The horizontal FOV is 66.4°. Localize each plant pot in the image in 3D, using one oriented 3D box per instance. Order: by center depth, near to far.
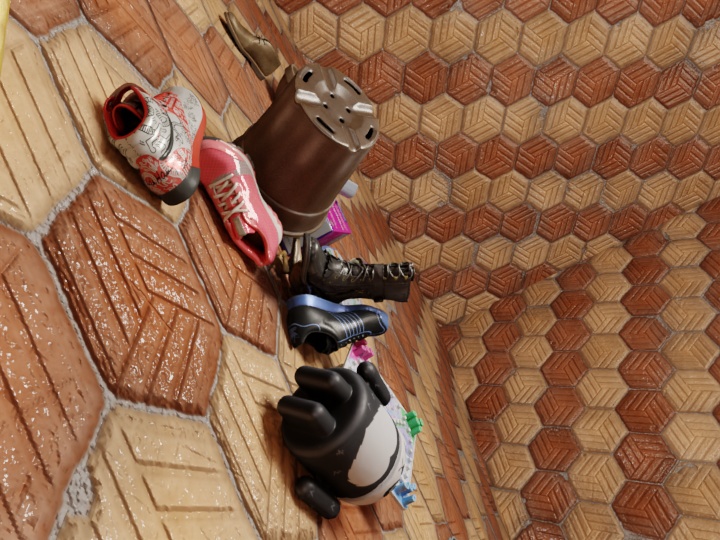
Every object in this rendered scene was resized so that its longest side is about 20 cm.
[{"bbox_3d":[-0.084,-0.192,0.852,0.196,0.198,0.205,21,50,-27],"label":"plant pot"},{"bbox_3d":[-0.175,-0.446,1.506,0.204,0.091,0.202,61,11,-19],"label":"plant pot"}]

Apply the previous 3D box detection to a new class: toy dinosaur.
[{"bbox_3d":[-0.109,-0.012,0.913,0.106,0.059,0.207,17,71,-82],"label":"toy dinosaur"}]

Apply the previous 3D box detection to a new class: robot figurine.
[{"bbox_3d":[-0.019,0.204,0.683,0.202,0.148,0.125,58,-1,-35],"label":"robot figurine"}]

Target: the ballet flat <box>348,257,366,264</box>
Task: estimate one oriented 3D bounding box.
[{"bbox_3d":[-0.008,0.006,1.432,0.071,0.069,0.200,45,9,-9],"label":"ballet flat"}]

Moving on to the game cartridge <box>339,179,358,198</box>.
[{"bbox_3d":[-0.105,-0.205,1.115,0.197,0.042,0.133,30,2,28],"label":"game cartridge"}]

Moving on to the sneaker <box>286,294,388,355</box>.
[{"bbox_3d":[-0.032,0.097,0.881,0.196,0.070,0.080,12,58,-34],"label":"sneaker"}]

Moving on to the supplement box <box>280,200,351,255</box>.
[{"bbox_3d":[-0.096,-0.098,1.072,0.103,0.101,0.200,64,8,1],"label":"supplement box"}]

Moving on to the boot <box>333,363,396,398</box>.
[{"bbox_3d":[0.018,0.259,0.926,0.200,0.071,0.147,42,24,-48],"label":"boot"}]

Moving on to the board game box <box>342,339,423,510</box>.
[{"bbox_3d":[0.034,0.231,0.871,0.202,0.026,0.201,55,20,-12],"label":"board game box"}]

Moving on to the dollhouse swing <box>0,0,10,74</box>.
[{"bbox_3d":[-0.292,-0.104,0.223,0.178,0.180,0.200,24,0,15],"label":"dollhouse swing"}]

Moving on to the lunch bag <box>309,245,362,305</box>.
[{"bbox_3d":[-0.053,0.043,1.050,0.200,0.074,0.164,18,50,-78],"label":"lunch bag"}]

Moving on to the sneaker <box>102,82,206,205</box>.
[{"bbox_3d":[-0.232,-0.180,0.628,0.109,0.066,0.205,57,15,-50],"label":"sneaker"}]

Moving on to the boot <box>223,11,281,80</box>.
[{"bbox_3d":[-0.266,-0.567,1.362,0.200,0.074,0.075,47,21,-58],"label":"boot"}]

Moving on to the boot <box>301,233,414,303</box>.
[{"bbox_3d":[0.000,0.000,0.858,0.201,0.169,0.071,75,14,-63],"label":"boot"}]

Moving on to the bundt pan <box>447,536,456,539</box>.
[{"bbox_3d":[0.157,0.562,0.917,0.205,0.074,0.203,62,11,-21],"label":"bundt pan"}]

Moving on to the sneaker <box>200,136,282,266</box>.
[{"bbox_3d":[-0.166,-0.091,0.758,0.088,0.072,0.202,-99,163,-53],"label":"sneaker"}]
